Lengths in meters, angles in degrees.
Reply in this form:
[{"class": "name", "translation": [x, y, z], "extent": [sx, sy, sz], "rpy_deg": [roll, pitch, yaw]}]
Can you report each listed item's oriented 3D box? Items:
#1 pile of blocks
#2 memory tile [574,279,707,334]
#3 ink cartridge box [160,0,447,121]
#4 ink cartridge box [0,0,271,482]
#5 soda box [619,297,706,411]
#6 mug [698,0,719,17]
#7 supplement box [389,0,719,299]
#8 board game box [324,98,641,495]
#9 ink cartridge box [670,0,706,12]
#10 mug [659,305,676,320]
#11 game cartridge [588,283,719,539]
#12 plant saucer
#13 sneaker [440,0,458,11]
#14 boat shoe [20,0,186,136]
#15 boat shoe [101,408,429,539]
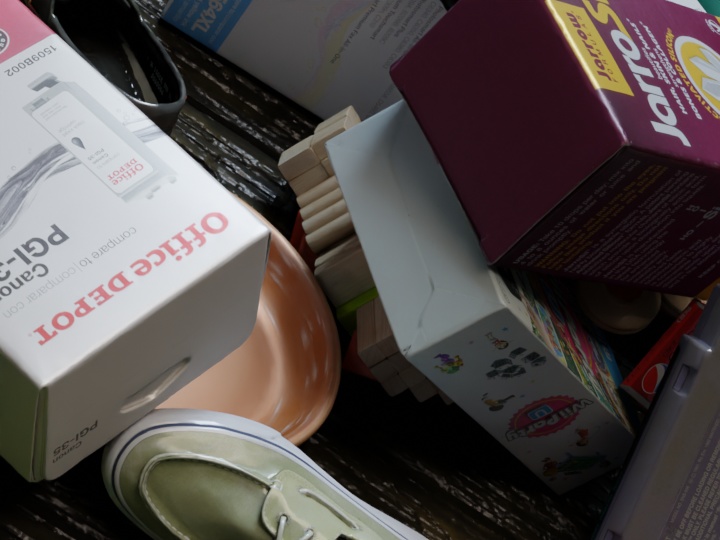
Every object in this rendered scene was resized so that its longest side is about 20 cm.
[{"class": "pile of blocks", "translation": [0.000, 0.000, 1.231], "extent": [0.082, 0.062, 0.200], "rpy_deg": [44, 22, -49]}, {"class": "memory tile", "translation": [0.198, -0.039, 1.288], "extent": [0.200, 0.017, 0.153], "rpy_deg": [-6, 62, -23]}, {"class": "ink cartridge box", "translation": [0.006, -0.172, 1.349], "extent": [0.200, 0.125, 0.129], "rpy_deg": [33, 38, -11]}, {"class": "ink cartridge box", "translation": [-0.160, -0.022, 1.030], "extent": [0.200, 0.083, 0.147], "rpy_deg": [41, 56, 19]}, {"class": "soda box", "translation": [0.239, 0.102, 1.250], "extent": [0.200, 0.070, 0.063], "rpy_deg": [40, 1, -34]}, {"class": "mug", "translation": [0.175, -0.149, 1.479], "extent": [0.185, 0.114, 0.152], "rpy_deg": [13, 44, -32]}, {"class": "supplement box", "translation": [0.133, -0.071, 1.151], "extent": [0.200, 0.103, 0.131], "rpy_deg": [7, 49, -48]}, {"class": "board game box", "translation": [0.071, 0.016, 1.192], "extent": [0.200, 0.064, 0.148], "rpy_deg": [43, 23, -52]}, {"class": "ink cartridge box", "translation": [0.139, -0.200, 1.362], "extent": [0.099, 0.039, 0.200], "rpy_deg": [-13, 66, -49]}, {"class": "mug", "translation": [0.176, -0.052, 1.350], "extent": [0.200, 0.133, 0.178], "rpy_deg": [29, 1, -7]}, {"class": "game cartridge", "translation": [0.199, 0.116, 1.172], "extent": [0.130, 0.200, 0.038], "rpy_deg": [21, 8, -20]}, {"class": "plant saucer", "translation": [-0.104, 0.023, 1.130], "extent": [0.200, 0.037, 0.200], "rpy_deg": [23, 39, -20]}, {"class": "sneaker", "translation": [0.064, -0.188, 1.252], "extent": [0.200, 0.072, 0.083], "rpy_deg": [42, 38, 2]}, {"class": "boat shoe", "translation": [-0.156, -0.144, 1.239], "extent": [0.074, 0.063, 0.201], "rpy_deg": [-4, 53, -40]}, {"class": "boat shoe", "translation": [-0.029, 0.126, 1.046], "extent": [0.200, 0.072, 0.062], "rpy_deg": [27, 8, -19]}]
